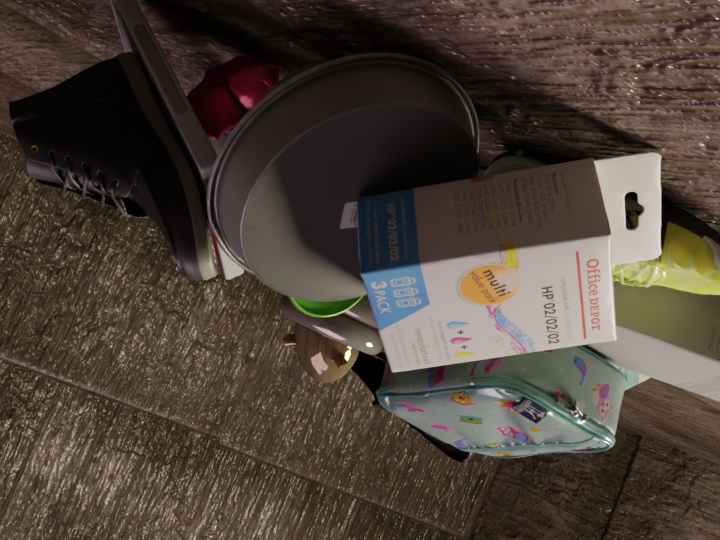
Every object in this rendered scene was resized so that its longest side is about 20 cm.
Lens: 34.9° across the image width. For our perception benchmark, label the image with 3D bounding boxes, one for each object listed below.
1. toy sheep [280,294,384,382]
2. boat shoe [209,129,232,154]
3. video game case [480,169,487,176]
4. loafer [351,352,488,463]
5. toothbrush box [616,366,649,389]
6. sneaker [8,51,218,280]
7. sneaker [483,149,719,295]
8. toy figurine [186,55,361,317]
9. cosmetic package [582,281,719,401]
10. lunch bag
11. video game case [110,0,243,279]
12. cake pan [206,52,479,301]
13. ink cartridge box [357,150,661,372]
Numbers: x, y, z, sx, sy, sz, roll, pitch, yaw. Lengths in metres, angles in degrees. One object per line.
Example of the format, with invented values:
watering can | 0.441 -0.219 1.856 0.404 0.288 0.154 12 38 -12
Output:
toy sheep | 0.000 0.000 0.972 0.137 0.202 0.138 20 177 1
boat shoe | -0.141 -0.125 1.065 0.062 0.075 0.199 37 -148 26
video game case | 0.188 -0.037 0.998 0.199 0.018 0.143 27 174 -30
loafer | 0.045 0.125 1.136 0.200 0.073 0.071 40 -137 22
toothbrush box | 0.195 0.080 1.167 0.199 0.086 0.146 -18 -165 -41
sneaker | -0.178 -0.060 0.827 0.075 0.105 0.201 88 156 -59
sneaker | 0.176 -0.017 0.847 0.199 0.077 0.076 20 151 15
toy figurine | -0.068 -0.088 0.900 0.149 0.202 0.184 -19 -149 -26
cosmetic package | 0.246 0.037 0.942 0.198 0.085 0.108 21 164 -6
lunch bag | 0.124 0.108 0.992 0.160 0.078 0.199 33 154 -28
video game case | -0.143 -0.108 0.883 0.143 0.017 0.201 88 157 -58
cake pan | -0.004 -0.053 0.774 0.200 0.200 0.037 29 -155 -45
ink cartridge box | 0.106 -0.003 0.758 0.198 0.068 0.116 -10 140 8
